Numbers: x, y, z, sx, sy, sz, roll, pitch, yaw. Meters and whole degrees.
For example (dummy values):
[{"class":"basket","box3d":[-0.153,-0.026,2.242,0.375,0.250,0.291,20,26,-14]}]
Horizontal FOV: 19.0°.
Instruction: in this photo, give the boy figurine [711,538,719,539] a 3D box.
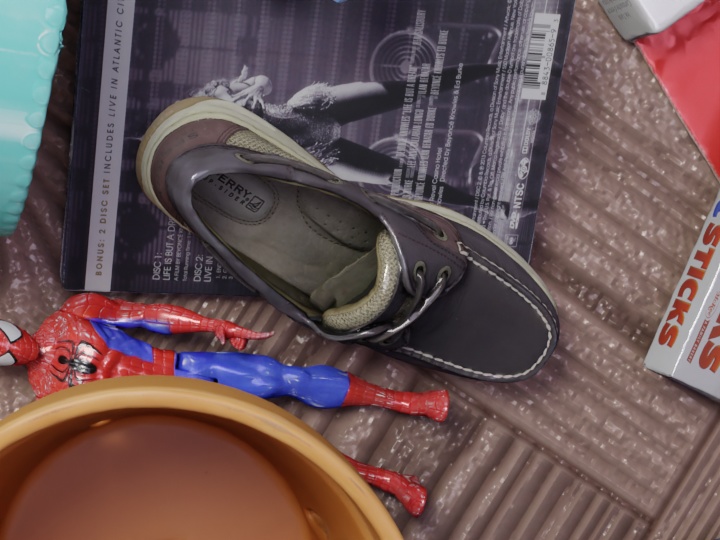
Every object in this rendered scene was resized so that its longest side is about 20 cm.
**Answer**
[{"class":"boy figurine","box3d":[0.226,0.145,0.941,0.198,0.064,0.125,-8,89,-9]}]

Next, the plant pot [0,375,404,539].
[{"class":"plant pot","box3d":[-0.077,0.130,0.803,0.198,0.140,0.202,-1,97,-4]}]

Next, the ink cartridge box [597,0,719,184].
[{"class":"ink cartridge box","box3d":[0.197,-0.160,0.939,0.199,0.045,0.177,-36,97,-9]}]

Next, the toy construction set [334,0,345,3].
[{"class":"toy construction set","box3d":[0.011,-0.193,0.843,0.131,0.092,0.200,46,49,6]}]

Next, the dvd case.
[{"class":"dvd case","box3d":[-0.019,-0.057,0.879,0.198,0.016,0.150,2,117,-13]}]

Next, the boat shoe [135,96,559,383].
[{"class":"boat shoe","box3d":[0.000,0.000,0.865,0.199,0.065,0.072,31,107,-24]}]

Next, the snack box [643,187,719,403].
[{"class":"snack box","box3d":[0.193,-0.036,0.933,0.072,0.024,0.201,24,90,-32]}]

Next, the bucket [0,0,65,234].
[{"class":"bucket","box3d":[-0.181,-0.109,0.778,0.134,0.207,0.209,8,89,-16]}]

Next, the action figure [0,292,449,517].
[{"class":"action figure","box3d":[-0.063,0.051,0.888,0.198,0.052,0.066,14,93,-10]}]
